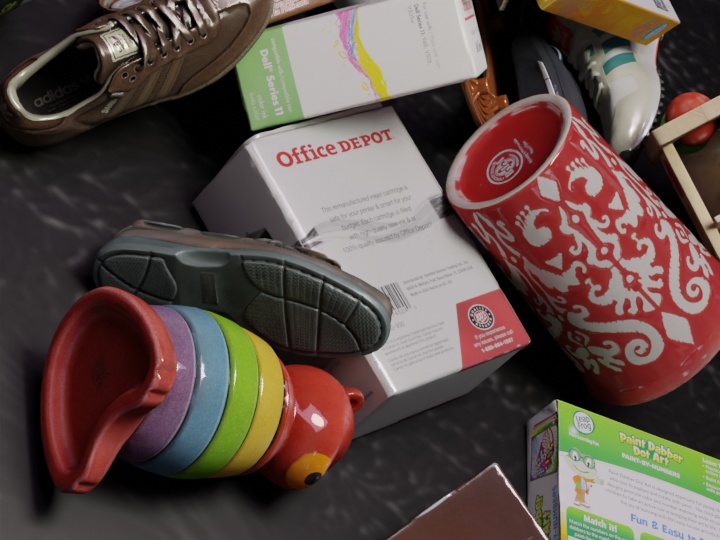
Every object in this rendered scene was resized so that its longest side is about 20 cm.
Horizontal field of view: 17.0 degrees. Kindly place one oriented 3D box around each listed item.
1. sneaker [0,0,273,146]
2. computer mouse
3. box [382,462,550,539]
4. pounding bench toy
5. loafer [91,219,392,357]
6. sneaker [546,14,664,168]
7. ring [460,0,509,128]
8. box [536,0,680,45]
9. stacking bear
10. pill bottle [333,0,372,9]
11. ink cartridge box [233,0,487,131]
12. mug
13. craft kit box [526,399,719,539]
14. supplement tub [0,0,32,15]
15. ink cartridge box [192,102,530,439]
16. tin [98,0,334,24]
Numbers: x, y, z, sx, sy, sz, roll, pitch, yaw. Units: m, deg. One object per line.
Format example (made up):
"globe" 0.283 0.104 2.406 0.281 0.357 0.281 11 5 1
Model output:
"sneaker" -0.145 -0.139 1.560 0.200 0.076 0.071 -31 88 -2
"computer mouse" 0.137 -0.161 1.825 0.141 0.046 0.201 58 23 -55
"box" 0.100 0.234 1.534 0.100 0.075 0.200 -34 84 -9
"pounding bench toy" 0.300 -0.070 1.845 0.156 0.124 0.200 62 2 6
"loafer" -0.071 0.002 1.549 0.199 0.072 0.063 12 36 11
"sneaker" 0.190 -0.164 1.916 0.093 0.070 0.200 14 53 -6
"ring" 0.084 -0.199 1.792 0.200 0.019 0.201 -10 90 -77
"box" 0.175 -0.241 1.833 0.200 0.041 0.119 5 57 -56
"stacking bear" -0.089 0.085 1.502 0.200 0.122 0.114 18 33 -38
"pill bottle" -0.029 -0.286 1.787 0.120 0.120 0.200 -30 80 -45
"ink cartridge box" 0.020 -0.153 1.645 0.117 0.199 0.068 -50 126 -79
"mug" 0.145 -0.018 1.706 0.200 0.177 0.134 47 64 -30
"craft kit box" 0.208 0.209 1.678 0.199 0.049 0.198 21 53 -24
"supplement tub" -0.290 -0.203 1.536 0.123 0.123 0.200 52 46 5
"ink cartridge box" 0.000 0.000 1.638 0.146 0.083 0.200 -17 72 -43
"tin" -0.083 -0.198 1.672 0.199 0.112 0.042 -21 110 -17
